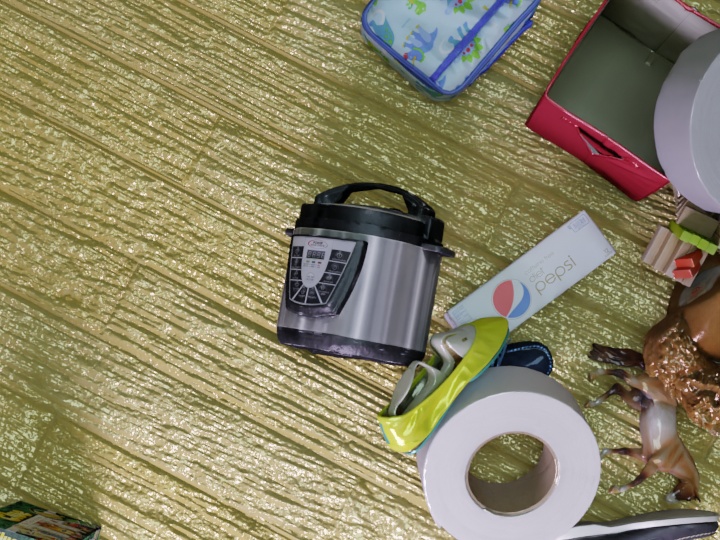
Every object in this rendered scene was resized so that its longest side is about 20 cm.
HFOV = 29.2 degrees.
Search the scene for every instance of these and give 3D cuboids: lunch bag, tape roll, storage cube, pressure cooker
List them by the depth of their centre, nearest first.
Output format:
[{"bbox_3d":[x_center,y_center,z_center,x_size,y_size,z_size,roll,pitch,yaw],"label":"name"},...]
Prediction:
[{"bbox_3d":[0.409,-0.156,1.453,0.199,0.066,0.201,-4,101,-22],"label":"tape roll"},{"bbox_3d":[0.163,0.211,1.543,0.201,0.071,0.203,-2,111,-5],"label":"tape roll"},{"bbox_3d":[0.001,0.000,1.550,0.175,0.179,0.201,12,85,-12],"label":"pressure cooker"},{"bbox_3d":[0.308,-0.203,1.566,0.171,0.180,0.200,34,86,2],"label":"storage cube"},{"bbox_3d":[0.112,-0.309,1.625,0.161,0.082,0.200,43,87,1],"label":"lunch bag"}]

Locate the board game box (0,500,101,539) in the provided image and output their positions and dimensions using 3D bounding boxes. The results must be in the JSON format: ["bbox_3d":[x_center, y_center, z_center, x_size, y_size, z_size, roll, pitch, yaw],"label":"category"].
[{"bbox_3d":[-0.351,0.284,1.505,0.104,0.200,0.024,15,86,0],"label":"board game box"}]

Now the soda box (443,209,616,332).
[{"bbox_3d":[0.194,0.015,1.600,0.200,0.068,0.064,-36,86,-3],"label":"soda box"}]

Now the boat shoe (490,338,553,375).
[{"bbox_3d":[0.134,0.144,1.587,0.199,0.069,0.084,-30,86,-3],"label":"boat shoe"}]

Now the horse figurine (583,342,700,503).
[{"bbox_3d":[0.323,0.174,1.588,0.132,0.050,0.201,-5,76,-21],"label":"horse figurine"}]

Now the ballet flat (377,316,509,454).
[{"bbox_3d":[0.088,0.109,1.500,0.200,0.067,0.067,-49,116,-20],"label":"ballet flat"}]

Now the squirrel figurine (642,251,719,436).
[{"bbox_3d":[0.429,0.100,1.569,0.187,0.141,0.200,46,78,-10],"label":"squirrel figurine"}]

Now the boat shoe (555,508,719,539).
[{"bbox_3d":[0.310,0.310,1.572,0.199,0.074,0.061,-9,85,2],"label":"boat shoe"}]

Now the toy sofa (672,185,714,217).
[{"bbox_3d":[0.466,-0.104,1.616,0.199,0.098,0.083,-14,110,-2],"label":"toy sofa"}]

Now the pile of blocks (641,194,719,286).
[{"bbox_3d":[0.406,-0.060,1.541,0.200,0.062,0.082,-40,108,7],"label":"pile of blocks"}]
